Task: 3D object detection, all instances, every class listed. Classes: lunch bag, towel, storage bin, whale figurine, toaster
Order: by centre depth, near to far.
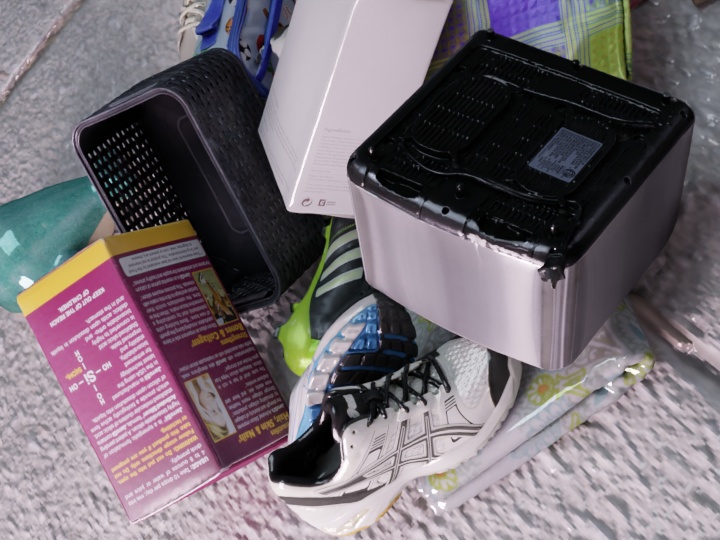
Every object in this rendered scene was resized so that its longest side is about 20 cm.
[{"bbox_3d":[0.103,-0.048,0.983,0.180,0.119,0.200,24,53,28],"label":"toaster"},{"bbox_3d":[0.102,0.058,1.056,0.199,0.048,0.172,-38,45,19],"label":"towel"},{"bbox_3d":[0.107,-0.176,1.103,0.198,0.023,0.145,-12,71,32],"label":"towel"},{"bbox_3d":[-0.133,-0.068,1.242,0.134,0.201,0.094,-17,19,36],"label":"storage bin"},{"bbox_3d":[-0.076,-0.202,1.321,0.075,0.160,0.202,-20,46,33],"label":"lunch bag"},{"bbox_3d":[-0.310,-0.047,1.489,0.200,0.104,0.160,-44,40,12],"label":"whale figurine"}]

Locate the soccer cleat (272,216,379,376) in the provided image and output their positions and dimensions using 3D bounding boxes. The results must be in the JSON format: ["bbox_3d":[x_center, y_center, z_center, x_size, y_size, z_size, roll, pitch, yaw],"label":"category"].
[{"bbox_3d":[0.000,0.000,1.191,0.080,0.068,0.202,12,65,23],"label":"soccer cleat"}]

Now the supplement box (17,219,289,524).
[{"bbox_3d":[-0.157,0.075,1.160,0.103,0.131,0.201,-31,84,25],"label":"supplement box"}]

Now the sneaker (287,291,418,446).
[{"bbox_3d":[-0.019,0.082,1.082,0.087,0.074,0.201,-105,31,-47],"label":"sneaker"}]

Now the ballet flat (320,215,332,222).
[{"bbox_3d":[-0.088,-0.063,1.318,0.199,0.057,0.067,-7,59,41],"label":"ballet flat"}]

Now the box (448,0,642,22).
[{"bbox_3d":[0.131,-0.232,1.188,0.199,0.102,0.095,-33,44,23],"label":"box"}]

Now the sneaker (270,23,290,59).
[{"bbox_3d":[-0.010,-0.194,1.281,0.080,0.084,0.200,-15,15,35],"label":"sneaker"}]

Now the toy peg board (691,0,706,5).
[{"bbox_3d":[0.238,-0.346,1.104,0.097,0.200,0.201,-25,46,9],"label":"toy peg board"}]

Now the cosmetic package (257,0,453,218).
[{"bbox_3d":[-0.009,-0.153,1.124,0.113,0.080,0.201,-112,34,-44],"label":"cosmetic package"}]

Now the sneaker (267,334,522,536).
[{"bbox_3d":[0.022,0.103,1.002,0.200,0.087,0.076,-43,41,11],"label":"sneaker"}]

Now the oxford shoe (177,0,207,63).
[{"bbox_3d":[-0.165,-0.260,1.535,0.075,0.058,0.202,-9,59,38],"label":"oxford shoe"}]
